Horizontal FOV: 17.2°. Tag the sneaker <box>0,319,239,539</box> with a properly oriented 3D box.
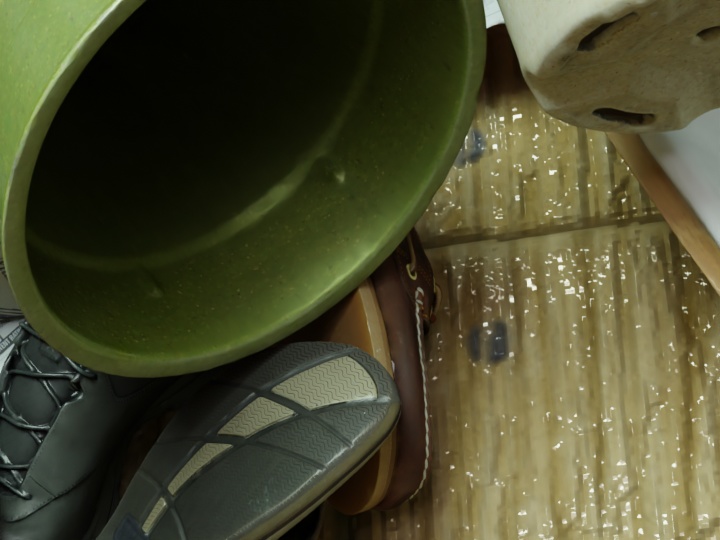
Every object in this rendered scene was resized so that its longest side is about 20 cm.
[{"bbox_3d":[-0.119,0.051,0.952,0.076,0.091,0.200,27,71,25],"label":"sneaker"}]

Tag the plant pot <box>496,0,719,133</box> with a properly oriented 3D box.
[{"bbox_3d":[0.108,-0.159,0.858,0.199,0.201,0.185,-14,69,6],"label":"plant pot"}]

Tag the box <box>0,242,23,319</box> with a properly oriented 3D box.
[{"bbox_3d":[-0.213,-0.014,0.996,0.199,0.082,0.069,-12,59,12],"label":"box"}]

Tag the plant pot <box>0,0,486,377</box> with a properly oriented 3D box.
[{"bbox_3d":[-0.086,-0.098,0.886,0.200,0.200,0.190,-36,54,-8],"label":"plant pot"}]

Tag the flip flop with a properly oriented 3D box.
[{"bbox_3d":[-0.055,0.110,0.912,0.200,0.057,0.081,-52,42,8],"label":"flip flop"}]

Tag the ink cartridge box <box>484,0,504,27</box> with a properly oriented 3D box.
[{"bbox_3d":[0.103,-0.156,1.027,0.199,0.047,0.161,-20,41,29],"label":"ink cartridge box"}]

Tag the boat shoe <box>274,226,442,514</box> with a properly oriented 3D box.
[{"bbox_3d":[0.000,0.000,0.962,0.070,0.070,0.201,2,66,-36],"label":"boat shoe"}]

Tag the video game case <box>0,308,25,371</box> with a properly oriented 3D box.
[{"bbox_3d":[-0.145,-0.055,1.061,0.200,0.024,0.182,-41,58,-10],"label":"video game case"}]

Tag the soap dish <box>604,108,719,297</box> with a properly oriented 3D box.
[{"bbox_3d":[0.217,-0.043,0.924,0.199,0.081,0.158,-29,57,-4],"label":"soap dish"}]
